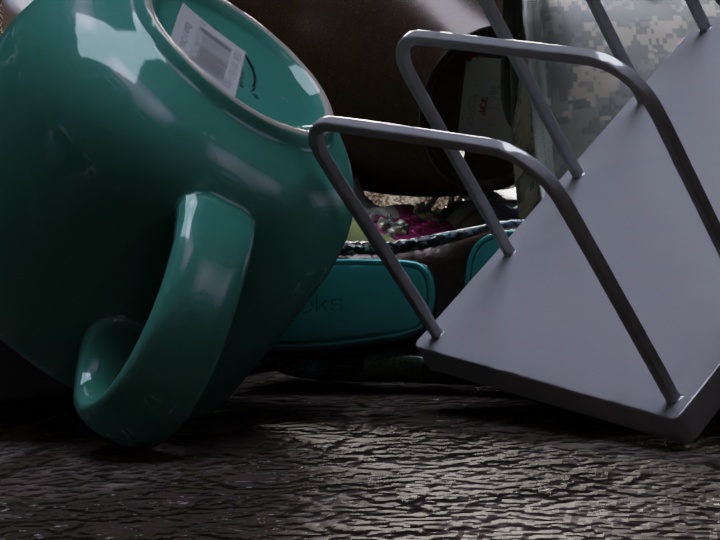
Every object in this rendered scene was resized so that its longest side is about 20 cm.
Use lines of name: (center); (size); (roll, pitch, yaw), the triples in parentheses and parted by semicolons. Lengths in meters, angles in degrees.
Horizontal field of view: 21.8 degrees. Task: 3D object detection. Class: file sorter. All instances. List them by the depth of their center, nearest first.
file sorter: (0.102, -0.064, 0.676); (0.200, 0.125, 0.138); (-47, 33, -22)

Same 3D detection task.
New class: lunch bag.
lunch bag: (0.156, -0.074, 0.939); (0.162, 0.202, 0.118); (-2, -23, -1)

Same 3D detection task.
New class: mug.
mug: (-0.068, -0.027, 0.699); (0.151, 0.115, 0.185); (6, 39, -55)

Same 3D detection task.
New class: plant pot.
plant pot: (0.032, -0.119, 1.089); (0.185, 0.189, 0.200); (-3, 20, -26)

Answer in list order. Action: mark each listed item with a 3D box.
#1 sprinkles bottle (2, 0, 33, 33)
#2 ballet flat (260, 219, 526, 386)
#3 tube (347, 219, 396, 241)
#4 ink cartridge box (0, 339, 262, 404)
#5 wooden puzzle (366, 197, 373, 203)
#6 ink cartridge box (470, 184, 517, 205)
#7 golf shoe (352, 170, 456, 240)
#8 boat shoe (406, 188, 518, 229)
sprinkles bottle: (-0.139, -0.056, 0.931); (0.067, 0.201, 0.069); (3, 40, -2)
ballet flat: (0.047, 0.017, 0.785); (0.198, 0.075, 0.074); (4, 5, 20)
tube: (-0.054, -0.024, 0.897); (0.199, 0.058, 0.052); (26, 23, -27)
ink cartridge box: (-0.130, 0.014, 0.838); (0.115, 0.068, 0.199); (1, 4, 41)
wooden puzzle: (-0.042, -0.019, 1.200); (0.183, 0.047, 0.200); (1, -9, 28)
ink cartridge box: (0.168, -0.043, 1.066); (0.198, 0.040, 0.099); (-5, 13, 16)
golf shoe: (0.000, 0.000, 1.026); (0.199, 0.092, 0.075); (30, 24, 35)
boat shoe: (0.069, -0.016, 1.130); (0.061, 0.076, 0.200); (-3, 13, 25)
